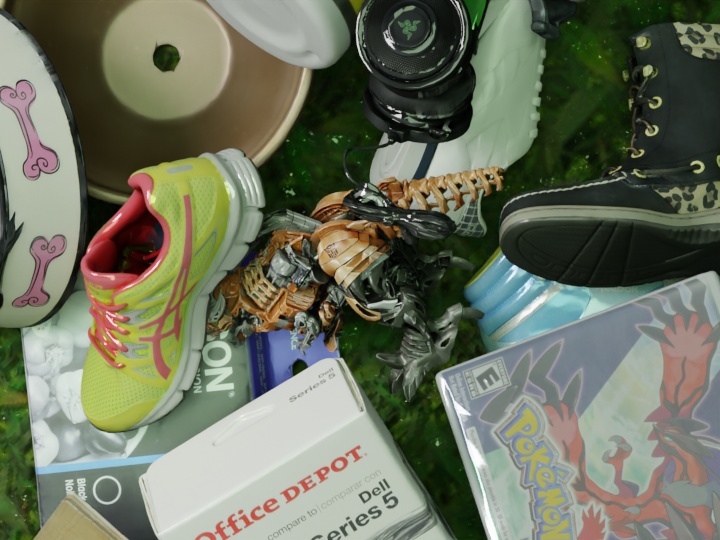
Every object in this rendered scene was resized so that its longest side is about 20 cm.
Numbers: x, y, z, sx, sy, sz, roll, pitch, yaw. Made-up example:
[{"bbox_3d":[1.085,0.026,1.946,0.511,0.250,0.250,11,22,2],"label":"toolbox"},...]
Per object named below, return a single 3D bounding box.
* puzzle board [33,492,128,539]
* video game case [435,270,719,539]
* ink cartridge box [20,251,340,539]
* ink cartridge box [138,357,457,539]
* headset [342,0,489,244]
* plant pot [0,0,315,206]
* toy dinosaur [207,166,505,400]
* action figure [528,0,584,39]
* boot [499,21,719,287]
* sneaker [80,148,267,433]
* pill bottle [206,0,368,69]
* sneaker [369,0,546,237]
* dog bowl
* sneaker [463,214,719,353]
[{"bbox_3d":[-0.156,0.232,1.429,0.151,0.017,0.200,41,134,1],"label":"puzzle board"},{"bbox_3d":[0.158,0.122,1.386,0.182,0.023,0.200,-21,71,9],"label":"video game case"},{"bbox_3d":[-0.108,0.089,1.480,0.200,0.043,0.199,-7,88,0],"label":"ink cartridge box"},{"bbox_3d":[-0.019,0.176,1.416,0.145,0.084,0.200,-31,115,1],"label":"ink cartridge box"},{"bbox_3d":[0.045,-0.111,1.350,0.094,0.124,0.200,20,66,13],"label":"headset"},{"bbox_3d":[-0.124,-0.137,1.461,0.200,0.093,0.201,0,89,2],"label":"plant pot"},{"bbox_3d":[0.000,0.000,1.409,0.136,0.200,0.102,41,50,-34],"label":"toy dinosaur"},{"bbox_3d":[0.159,-0.245,1.418,0.193,0.105,0.200,-6,89,-36],"label":"action figure"},{"bbox_3d":[0.169,-0.072,1.424,0.203,0.074,0.154,-2,59,-16],"label":"boot"},{"bbox_3d":[-0.135,0.011,1.389,0.078,0.090,0.200,45,122,36],"label":"sneaker"},{"bbox_3d":[-0.003,-0.225,1.374,0.111,0.111,0.200,35,72,2],"label":"pill bottle"},{"bbox_3d":[0.081,-0.120,1.473,0.080,0.076,0.200,27,90,-16],"label":"sneaker"},{"bbox_3d":[-0.248,-0.057,1.409,0.074,0.200,0.200,-14,88,-38],"label":"dog bowl"},{"bbox_3d":[0.156,-0.002,1.457,0.200,0.080,0.131,-27,89,0],"label":"sneaker"}]
